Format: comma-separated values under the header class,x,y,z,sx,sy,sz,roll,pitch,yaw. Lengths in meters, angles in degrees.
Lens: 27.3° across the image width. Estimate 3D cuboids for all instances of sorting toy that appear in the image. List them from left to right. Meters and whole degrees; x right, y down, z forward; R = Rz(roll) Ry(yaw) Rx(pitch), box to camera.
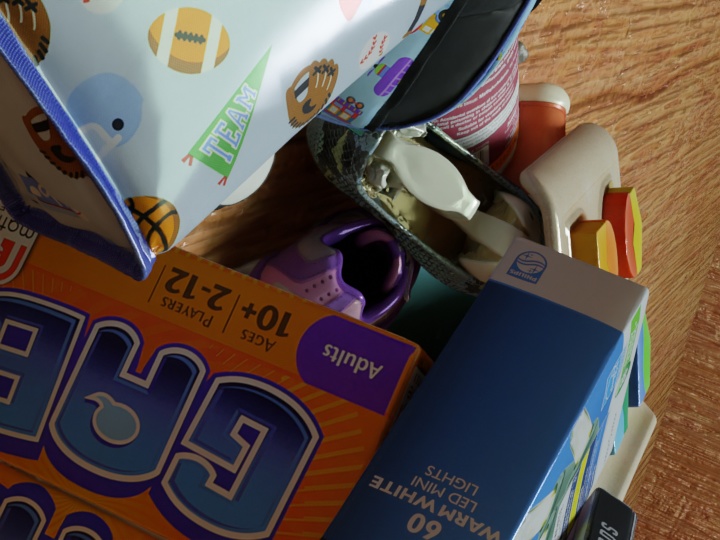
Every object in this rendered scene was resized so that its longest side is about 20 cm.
class,x,y,z,sx,sy,sz,roll,pitch,yaw
sorting toy,0.145,0.023,0.873,0.185,0.036,0.203,-37,117,-65

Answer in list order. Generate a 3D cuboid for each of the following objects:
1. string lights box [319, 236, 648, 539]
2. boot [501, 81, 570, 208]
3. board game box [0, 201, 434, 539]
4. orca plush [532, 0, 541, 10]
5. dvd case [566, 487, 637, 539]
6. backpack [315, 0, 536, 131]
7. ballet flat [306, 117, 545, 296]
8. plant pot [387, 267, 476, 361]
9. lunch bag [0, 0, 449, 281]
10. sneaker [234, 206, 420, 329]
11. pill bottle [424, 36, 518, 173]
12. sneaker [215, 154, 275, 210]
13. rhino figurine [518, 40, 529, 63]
class,x,y,z,sx,sy,sz,roll,pitch,yaw
string lights box,0.035,0.095,0.528,0.201,0.058,0.104,-54,157,-38
boot,0.081,-0.063,0.987,0.199,0.074,0.109,166,-68,-65
board game box,-0.079,0.112,0.629,0.202,0.198,0.200,-66,160,-10
orca plush,0.120,-0.246,1.006,0.105,0.070,0.202,-52,153,-41
dvd case,0.039,0.194,0.578,0.201,0.025,0.150,-58,176,21
backpack,0.007,-0.172,0.631,0.135,0.181,0.201,-81,-164,-56
ballet flat,0.052,-0.032,0.808,0.199,0.074,0.075,30,80,-37
plant pot,0.048,0.113,0.994,0.200,0.199,0.163,-42,154,-52
lunch bag,-0.078,-0.129,0.470,0.170,0.123,0.201,-43,124,-24
sneaker,0.000,0.000,0.867,0.088,0.081,0.200,-32,180,29
pill bottle,0.035,-0.138,0.826,0.110,0.108,0.201,-58,157,-30
sneaker,-0.076,-0.055,0.657,0.075,0.079,0.200,-71,162,3
rhino figurine,0.065,-0.161,0.962,0.088,0.059,0.200,-66,159,-19
